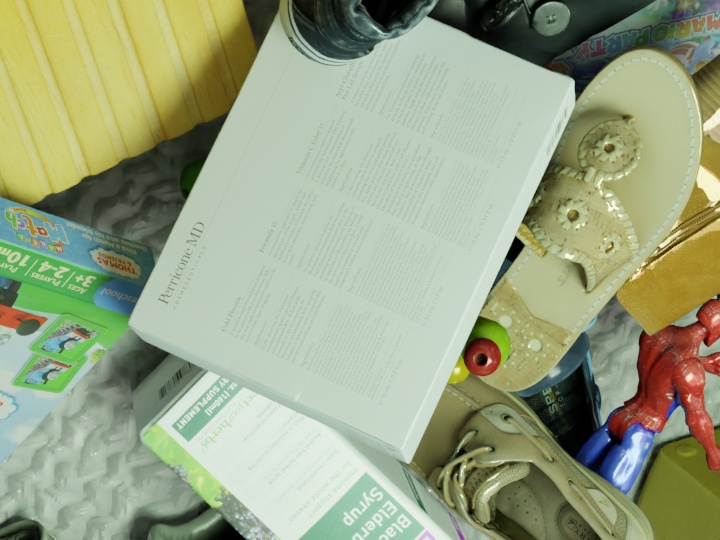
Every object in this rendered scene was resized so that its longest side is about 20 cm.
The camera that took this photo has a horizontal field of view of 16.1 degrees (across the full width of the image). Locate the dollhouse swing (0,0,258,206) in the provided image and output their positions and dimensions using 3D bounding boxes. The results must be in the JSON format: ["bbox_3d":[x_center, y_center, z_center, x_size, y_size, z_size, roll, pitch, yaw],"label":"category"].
[{"bbox_3d":[-0.122,-0.110,1.177,0.199,0.182,0.177,-26,113,-13],"label":"dollhouse swing"}]

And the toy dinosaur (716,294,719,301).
[{"bbox_3d":[0.219,-0.066,1.465,0.135,0.102,0.201,-30,127,-23],"label":"toy dinosaur"}]

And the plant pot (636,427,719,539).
[{"bbox_3d":[0.282,0.200,1.635,0.199,0.200,0.178,-14,117,-21],"label":"plant pot"}]

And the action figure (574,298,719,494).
[{"bbox_3d":[0.171,0.106,1.491,0.099,0.065,0.201,21,108,-38],"label":"action figure"}]

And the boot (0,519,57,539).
[{"bbox_3d":[-0.198,0.257,1.462,0.182,0.072,0.200,-49,141,-9],"label":"boot"}]

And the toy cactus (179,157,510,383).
[{"bbox_3d":[0.000,0.000,1.344,0.165,0.199,0.103,-24,131,-69],"label":"toy cactus"}]

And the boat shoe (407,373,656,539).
[{"bbox_3d":[0.078,0.112,1.438,0.072,0.199,0.064,-61,163,13],"label":"boat shoe"}]

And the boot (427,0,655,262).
[{"bbox_3d":[0.100,-0.111,1.337,0.168,0.077,0.200,-31,125,12],"label":"boot"}]

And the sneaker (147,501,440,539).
[{"bbox_3d":[-0.035,0.158,1.483,0.199,0.074,0.089,-16,132,-21],"label":"sneaker"}]

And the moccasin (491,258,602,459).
[{"bbox_3d":[0.109,0.040,1.485,0.080,0.068,0.200,-36,134,-2],"label":"moccasin"}]

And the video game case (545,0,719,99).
[{"bbox_3d":[0.148,-0.169,1.387,0.142,0.018,0.201,-15,130,-22],"label":"video game case"}]

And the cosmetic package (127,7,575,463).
[{"bbox_3d":[-0.003,-0.029,1.241,0.201,0.150,0.052,-64,171,-8],"label":"cosmetic package"}]

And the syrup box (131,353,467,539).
[{"bbox_3d":[-0.029,0.118,1.399,0.079,0.081,0.200,-44,106,4],"label":"syrup box"}]

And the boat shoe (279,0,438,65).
[{"bbox_3d":[0.030,-0.192,1.198,0.070,0.091,0.202,24,80,-20],"label":"boat shoe"}]

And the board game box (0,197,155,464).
[{"bbox_3d":[-0.218,0.042,1.280,0.151,0.037,0.200,19,129,-39],"label":"board game box"}]

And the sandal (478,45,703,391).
[{"bbox_3d":[0.109,-0.012,1.307,0.212,0.077,0.070,-62,172,31],"label":"sandal"}]

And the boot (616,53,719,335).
[{"bbox_3d":[0.211,-0.013,1.379,0.201,0.071,0.144,42,100,-18],"label":"boot"}]
